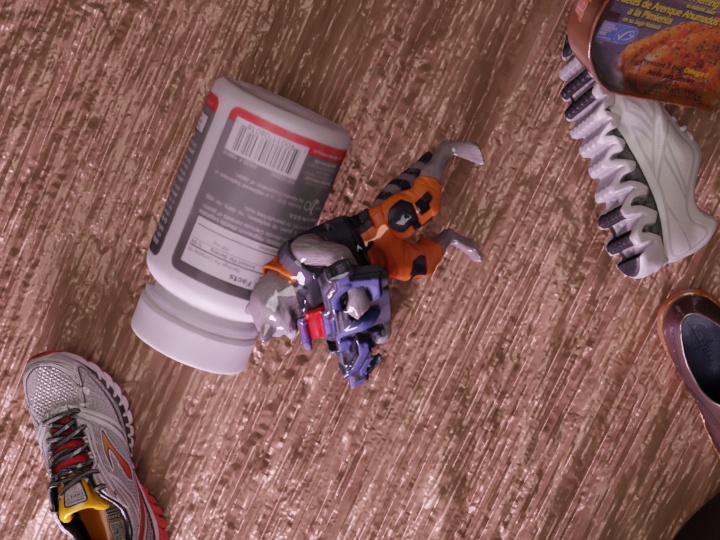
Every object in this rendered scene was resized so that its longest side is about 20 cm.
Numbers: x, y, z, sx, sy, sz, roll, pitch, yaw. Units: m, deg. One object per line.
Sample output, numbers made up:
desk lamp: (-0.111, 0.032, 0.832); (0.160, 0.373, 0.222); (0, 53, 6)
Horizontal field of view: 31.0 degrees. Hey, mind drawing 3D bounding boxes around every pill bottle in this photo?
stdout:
pill bottle: (-0.094, -0.033, 0.989); (0.113, 0.114, 0.202); (25, 100, 6)

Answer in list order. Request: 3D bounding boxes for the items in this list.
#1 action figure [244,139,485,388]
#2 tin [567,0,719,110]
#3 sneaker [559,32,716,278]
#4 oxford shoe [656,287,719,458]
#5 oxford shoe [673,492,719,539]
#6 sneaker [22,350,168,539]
action figure: (0.000, 0.000, 0.969); (0.192, 0.201, 0.105); (-28, 66, -19)
tin: (0.226, -0.172, 0.892); (0.113, 0.198, 0.042); (-59, 44, 31)
sneaker: (0.203, -0.100, 0.960); (0.080, 0.075, 0.203); (-17, 91, -9)
oxford shoe: (0.285, 0.108, 0.960); (0.071, 0.073, 0.201); (-37, 90, 11)
oxford shoe: (0.263, 0.243, 0.985); (0.071, 0.071, 0.202); (28, 112, 1)
sneaker: (-0.217, 0.159, 1.048); (0.077, 0.082, 0.202); (-25, 91, 11)
